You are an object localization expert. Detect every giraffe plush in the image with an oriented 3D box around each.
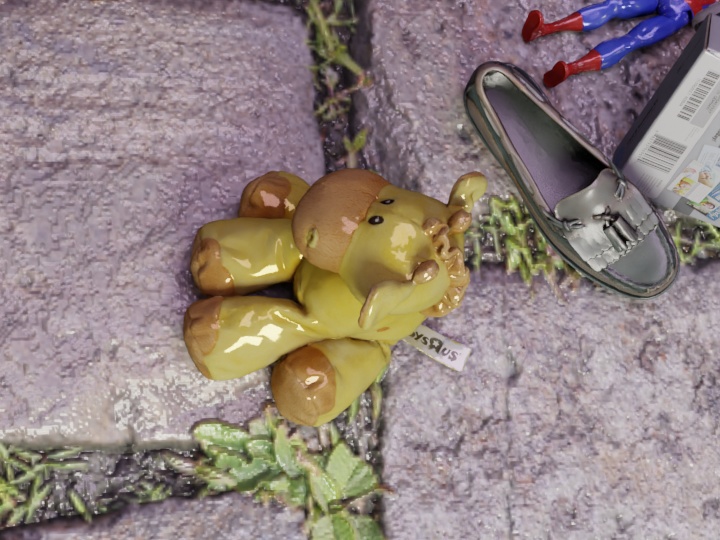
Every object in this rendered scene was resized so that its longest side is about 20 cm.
[{"bbox_3d":[0.000,0.000,1.563,0.200,0.162,0.173,12,67,-12],"label":"giraffe plush"}]

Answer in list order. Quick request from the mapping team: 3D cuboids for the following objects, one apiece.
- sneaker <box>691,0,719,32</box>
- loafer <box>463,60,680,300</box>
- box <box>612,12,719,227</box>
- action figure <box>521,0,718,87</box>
[{"bbox_3d":[0.303,-0.132,1.710,0.200,0.078,0.112,5,65,-55],"label":"sneaker"},{"bbox_3d":[0.139,-0.060,1.676,0.072,0.063,0.200,-41,82,1],"label":"loafer"},{"bbox_3d":[0.293,-0.080,1.684,0.200,0.156,0.041,21,50,-8],"label":"box"},{"bbox_3d":[0.224,-0.193,1.743,0.200,0.099,0.065,-19,78,-25],"label":"action figure"}]
